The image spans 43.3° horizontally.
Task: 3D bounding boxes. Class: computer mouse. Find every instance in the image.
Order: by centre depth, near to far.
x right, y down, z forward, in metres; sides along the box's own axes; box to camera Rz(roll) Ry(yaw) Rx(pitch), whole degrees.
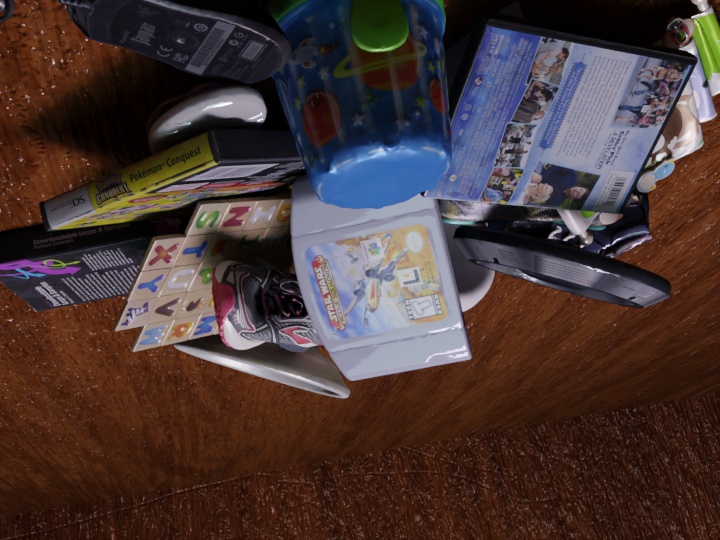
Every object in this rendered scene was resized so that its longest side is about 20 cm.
[{"bbox_3d":[-0.124,-0.175,0.523,0.199,0.046,0.140,10,158,-21],"label":"computer mouse"}]

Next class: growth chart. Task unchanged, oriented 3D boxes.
[{"bbox_3d":[0.232,-0.117,0.754,0.200,0.018,0.145,-44,131,11],"label":"growth chart"}]

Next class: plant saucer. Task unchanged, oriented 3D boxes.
[{"bbox_3d":[-0.102,0.089,0.990,0.199,0.051,0.200,16,169,3],"label":"plant saucer"}]

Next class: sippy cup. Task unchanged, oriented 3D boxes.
[{"bbox_3d":[0.004,-0.118,0.624,0.139,0.131,0.177,-21,159,27],"label":"sippy cup"}]

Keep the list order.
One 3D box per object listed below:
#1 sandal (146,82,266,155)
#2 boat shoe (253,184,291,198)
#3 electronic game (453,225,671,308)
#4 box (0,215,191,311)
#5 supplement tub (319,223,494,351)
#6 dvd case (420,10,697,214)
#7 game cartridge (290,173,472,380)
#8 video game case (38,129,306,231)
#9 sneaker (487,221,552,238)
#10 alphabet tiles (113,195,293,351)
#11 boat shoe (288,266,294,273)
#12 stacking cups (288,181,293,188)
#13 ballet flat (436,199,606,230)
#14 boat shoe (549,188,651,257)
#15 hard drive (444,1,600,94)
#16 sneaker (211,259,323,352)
[{"bbox_3d":[-0.126,-0.113,0.685,0.082,0.050,0.203,-15,177,-20],"label":"sandal"},{"bbox_3d":[-0.118,-0.010,0.903,0.200,0.062,0.074,-42,160,18],"label":"boat shoe"},{"bbox_3d":[0.181,-0.006,0.826,0.199,0.042,0.200,16,180,0],"label":"electronic game"},{"bbox_3d":[-0.258,-0.011,0.917,0.198,0.036,0.143,-12,161,-4],"label":"box"},{"bbox_3d":[0.031,0.006,0.965,0.145,0.146,0.200,1,157,-32],"label":"supplement tub"},{"bbox_3d":[0.151,-0.113,0.694,0.199,0.018,0.143,3,124,-26],"label":"dvd case"},{"bbox_3d":[0.014,0.004,0.781,0.132,0.042,0.201,-14,118,6],"label":"game cartridge"},{"bbox_3d":[-0.119,-0.074,0.724,0.180,0.026,0.200,-16,179,31],"label":"video game case"},{"bbox_3d":[0.177,-0.099,0.899,0.065,0.079,0.201,3,138,-22],"label":"sneaker"},{"bbox_3d":[-0.128,0.002,0.827,0.199,0.006,0.167,-10,137,-53],"label":"alphabet tiles"},{"bbox_3d":[-0.154,0.020,1.025,0.199,0.074,0.063,-9,170,26],"label":"boat shoe"},{"bbox_3d":[0.000,0.000,0.834,0.060,0.201,0.061,-22,-165,6],"label":"stacking cups"},{"bbox_3d":[0.155,-0.074,0.809,0.199,0.073,0.072,0,158,-28],"label":"ballet flat"},{"bbox_3d":[0.222,-0.050,0.997,0.199,0.093,0.075,-19,160,20],"label":"boat shoe"},{"bbox_3d":[0.100,-0.138,0.754,0.134,0.043,0.200,5,155,-40],"label":"hard drive"},{"bbox_3d":[-0.067,0.030,0.835,0.074,0.081,0.200,-11,169,25],"label":"sneaker"}]
